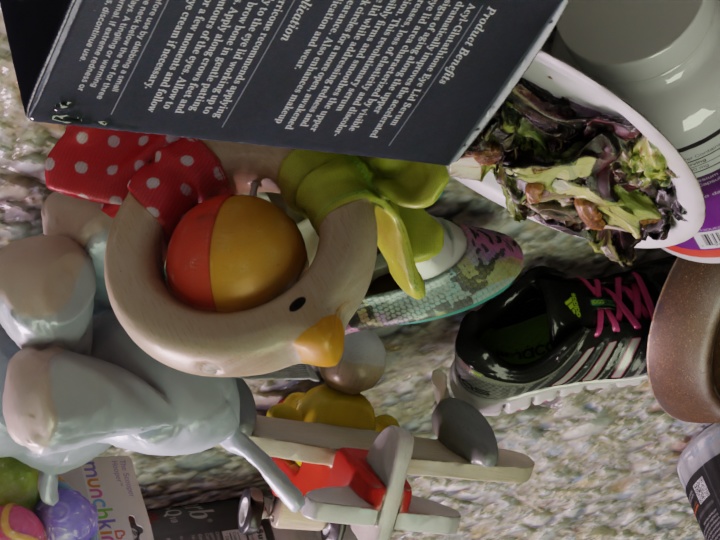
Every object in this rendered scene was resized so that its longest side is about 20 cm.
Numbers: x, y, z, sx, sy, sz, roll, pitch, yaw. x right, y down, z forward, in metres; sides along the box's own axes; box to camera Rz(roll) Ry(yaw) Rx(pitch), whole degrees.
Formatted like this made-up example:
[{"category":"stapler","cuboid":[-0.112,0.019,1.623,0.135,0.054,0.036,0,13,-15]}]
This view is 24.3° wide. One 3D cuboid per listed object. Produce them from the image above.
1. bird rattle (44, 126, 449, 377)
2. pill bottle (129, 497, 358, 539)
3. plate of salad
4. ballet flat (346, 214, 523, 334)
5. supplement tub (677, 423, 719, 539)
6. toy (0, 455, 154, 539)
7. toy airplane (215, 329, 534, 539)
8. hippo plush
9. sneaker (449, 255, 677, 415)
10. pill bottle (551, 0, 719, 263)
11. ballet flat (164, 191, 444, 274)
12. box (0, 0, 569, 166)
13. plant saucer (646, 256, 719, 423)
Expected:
[{"category":"bird rattle","cuboid":[-0.059,-0.028,0.778,0.198,0.164,0.113,7,145,7]},{"category":"pill bottle","cuboid":[-0.106,0.224,1.199,0.198,0.117,0.116,-5,145,-22]},{"category":"plate of salad","cuboid":[0.075,-0.059,0.832,0.048,0.199,0.200,-60,151,-17]},{"category":"ballet flat","cuboid":[0.000,0.000,0.979,0.198,0.069,0.072,-15,128,-5]},{"category":"supplement tub","cuboid":[0.344,0.219,1.345,0.121,0.201,0.123,-13,148,-8]},{"category":"toy","cuboid":[-0.210,0.144,0.970,0.198,0.116,0.047,1,137,-27]},{"category":"toy airplane","cuboid":[-0.009,0.103,1.048,0.197,0.143,0.200,4,171,25]},{"category":"hippo plush","cuboid":[-0.147,0.042,0.924,0.199,0.161,0.160,20,157,-38]},{"category":"sneaker","cuboid":[0.147,0.033,1.085,0.198,0.074,0.088,-18,151,5]},{"category":"pill bottle","cuboid":[0.169,-0.091,0.878,0.112,0.113,0.200,-27,146,13]},{"category":"ballet flat","cuboid":[-0.029,-0.030,0.889,0.199,0.069,0.070,-34,160,-36]},{"category":"box","cuboid":[-0.040,-0.136,0.671,0.198,0.149,0.105,2,142,-31]},{"category":"plant saucer","cuboid":[0.267,0.019,1.081,0.199,0.034,0.202,-23,131,-29]}]
